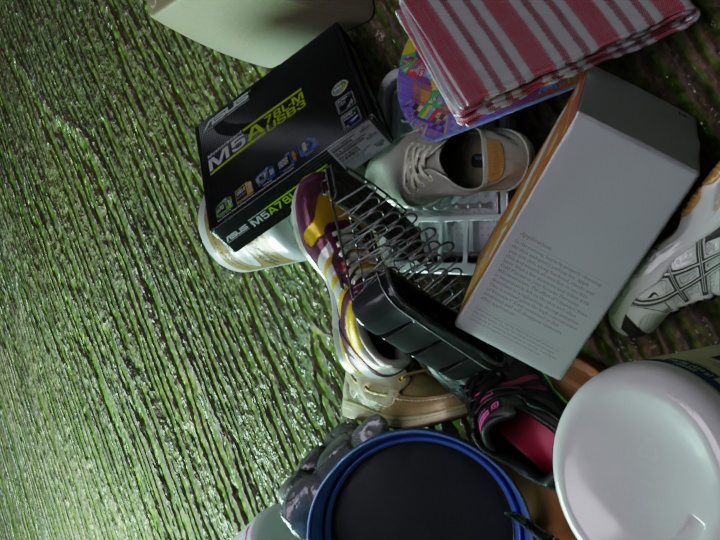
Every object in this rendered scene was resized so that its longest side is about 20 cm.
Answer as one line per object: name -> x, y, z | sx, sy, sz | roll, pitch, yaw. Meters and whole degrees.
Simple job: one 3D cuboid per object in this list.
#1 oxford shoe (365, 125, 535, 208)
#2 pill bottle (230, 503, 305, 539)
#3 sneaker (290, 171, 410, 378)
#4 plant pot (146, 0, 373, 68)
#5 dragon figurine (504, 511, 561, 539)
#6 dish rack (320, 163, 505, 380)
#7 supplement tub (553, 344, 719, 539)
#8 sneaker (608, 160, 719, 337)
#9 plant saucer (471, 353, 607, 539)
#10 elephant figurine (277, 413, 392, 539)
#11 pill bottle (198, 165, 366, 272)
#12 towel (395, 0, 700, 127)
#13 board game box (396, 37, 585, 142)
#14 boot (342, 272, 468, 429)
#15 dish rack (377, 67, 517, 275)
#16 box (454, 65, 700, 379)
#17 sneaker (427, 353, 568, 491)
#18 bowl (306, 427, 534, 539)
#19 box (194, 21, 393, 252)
oxford shoe -> 0.066, -0.095, 0.906 | 0.200, 0.058, 0.075 | 0, 94, 50
pill bottle -> -0.122, 0.365, 1.187 | 0.200, 0.113, 0.113 | -47, 59, 41
sneaker -> 0.000, 0.000, 0.917 | 0.090, 0.075, 0.200 | -16, 94, 65
plant pot -> -0.126, -0.346, 1.080 | 0.200, 0.177, 0.200 | -11, 85, 48
dragon figurine -> 0.205, 0.261, 0.811 | 0.099, 0.059, 0.200 | -33, 86, 43
dish rack -> 0.038, -0.008, 0.856 | 0.055, 0.153, 0.200 | -35, 44, 23
supplement tub -> 0.242, 0.123, 0.674 | 0.145, 0.200, 0.145 | 6, 98, 49
sneaker -> 0.259, -0.002, 0.742 | 0.088, 0.076, 0.200 | 40, 137, 13
plant saucer -> 0.172, 0.170, 0.891 | 0.200, 0.032, 0.201 | 6, 97, 48
elephant figurine -> 0.028, 0.251, 0.998 | 0.200, 0.142, 0.155 | 45, 175, -4
pill bottle -> -0.080, -0.064, 1.098 | 0.200, 0.114, 0.114 | -10, 86, 49
towel -> 0.141, -0.201, 0.790 | 0.030, 0.200, 0.146 | 68, 179, -53
board game box -> 0.107, -0.203, 0.855 | 0.200, 0.039, 0.158 | -18, 57, 28
boot -> 0.040, 0.074, 1.001 | 0.200, 0.073, 0.156 | -5, 89, 61
dish rack -> 0.087, -0.098, 0.956 | 0.172, 0.044, 0.200 | 2, 95, 50
box -> 0.167, -0.038, 0.784 | 0.097, 0.124, 0.200 | 28, 121, 2
sneaker -> 0.123, 0.111, 0.849 | 0.200, 0.084, 0.077 | 39, 108, 38
bowl -> 0.053, 0.238, 0.899 | 0.200, 0.039, 0.201 | 0, 92, 9
box -> -0.075, -0.139, 1.024 | 0.200, 0.048, 0.193 | -33, 42, 15
